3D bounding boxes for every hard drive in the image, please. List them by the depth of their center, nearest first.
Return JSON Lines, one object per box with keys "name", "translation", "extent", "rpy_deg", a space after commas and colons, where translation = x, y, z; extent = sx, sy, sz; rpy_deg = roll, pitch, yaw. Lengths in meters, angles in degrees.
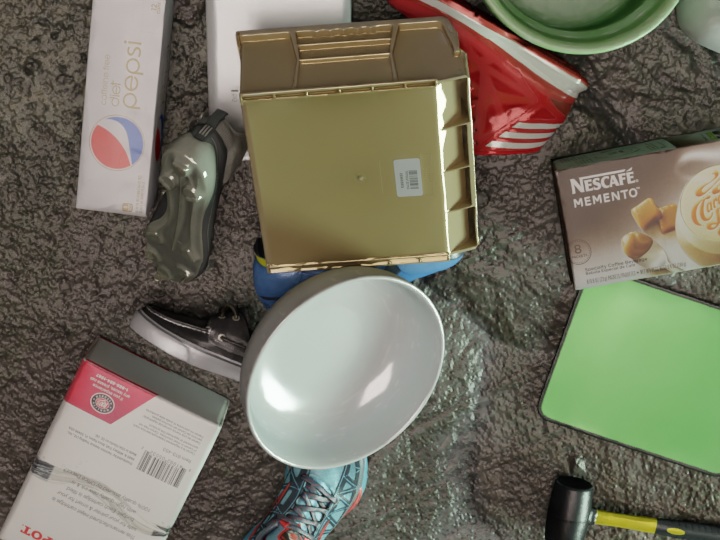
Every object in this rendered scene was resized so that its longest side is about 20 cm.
{"name": "hard drive", "translation": [-0.073, -0.200, 1.648], "extent": [0.131, 0.027, 0.202], "rpy_deg": [0, 105, 3]}

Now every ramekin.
{"name": "ramekin", "translation": [0.182, -0.285, 1.562], "extent": [0.198, 0.098, 0.202], "rpy_deg": [0, 95, -4]}

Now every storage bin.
{"name": "storage bin", "translation": [0.000, -0.108, 1.593], "extent": [0.197, 0.094, 0.201], "rpy_deg": [-4, 130, 3]}

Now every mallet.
{"name": "mallet", "translation": [0.273, 0.253, 1.749], "extent": [0.198, 0.041, 0.066], "rpy_deg": [16, 104, -6]}

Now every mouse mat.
{"name": "mouse mat", "translation": [0.282, 0.097, 1.721], "extent": [0.198, 0.008, 0.162], "rpy_deg": [19, 104, -1]}

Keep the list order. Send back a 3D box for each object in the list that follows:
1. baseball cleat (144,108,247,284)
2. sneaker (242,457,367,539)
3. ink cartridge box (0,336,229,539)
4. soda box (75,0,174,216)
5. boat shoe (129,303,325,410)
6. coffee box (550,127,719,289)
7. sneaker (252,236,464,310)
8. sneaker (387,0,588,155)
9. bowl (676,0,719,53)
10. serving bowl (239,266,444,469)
{"name": "baseball cleat", "translation": [-0.141, -0.067, 1.645], "extent": [0.070, 0.107, 0.200], "rpy_deg": [35, 148, 8]}
{"name": "sneaker", "translation": [-0.054, 0.243, 1.728], "extent": [0.079, 0.096, 0.201], "rpy_deg": [29, 104, -6]}
{"name": "ink cartridge box", "translation": [-0.233, 0.189, 1.727], "extent": [0.144, 0.084, 0.201], "rpy_deg": [26, 103, -4]}
{"name": "soda box", "translation": [-0.212, -0.154, 1.648], "extent": [0.067, 0.064, 0.202], "rpy_deg": [7, 105, 1]}
{"name": "boat shoe", "translation": [-0.114, 0.065, 1.700], "extent": [0.199, 0.070, 0.067], "rpy_deg": [24, 97, -4]}
{"name": "coffee box", "translation": [0.278, -0.060, 1.641], "extent": [0.198, 0.080, 0.115], "rpy_deg": [-9, 102, 4]}
{"name": "sneaker", "translation": [0.000, 0.000, 1.684], "extent": [0.198, 0.066, 0.079], "rpy_deg": [-6, 120, 3]}
{"name": "sneaker", "translation": [0.094, -0.171, 1.623], "extent": [0.199, 0.078, 0.116], "rpy_deg": [29, 103, -4]}
{"name": "bowl", "translation": [0.387, -0.268, 1.587], "extent": [0.198, 0.075, 0.202], "rpy_deg": [14, 106, 0]}
{"name": "serving bowl", "translation": [-0.025, 0.078, 1.644], "extent": [0.199, 0.066, 0.201], "rpy_deg": [-15, 125, -22]}
